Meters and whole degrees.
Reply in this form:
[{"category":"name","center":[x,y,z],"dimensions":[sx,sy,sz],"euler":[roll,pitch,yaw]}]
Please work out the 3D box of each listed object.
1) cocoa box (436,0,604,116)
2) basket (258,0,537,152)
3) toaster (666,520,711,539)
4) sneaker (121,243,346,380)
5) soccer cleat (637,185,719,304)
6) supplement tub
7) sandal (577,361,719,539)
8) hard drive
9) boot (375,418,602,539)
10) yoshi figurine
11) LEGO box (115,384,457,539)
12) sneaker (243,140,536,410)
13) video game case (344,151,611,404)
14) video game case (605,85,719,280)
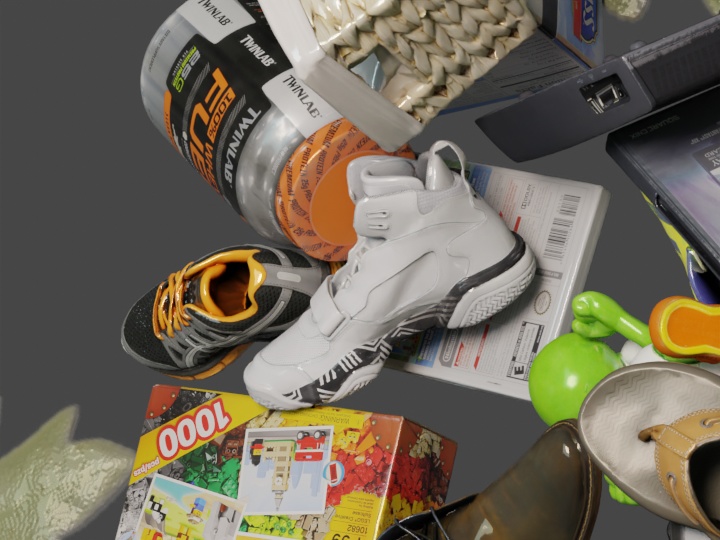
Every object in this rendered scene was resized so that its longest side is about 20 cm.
[{"category":"cocoa box","center":[0.072,-0.221,1.660],"dimensions":[0.133,0.131,0.201],"euler":[-11,68,29]},{"category":"basket","center":[0.004,-0.197,1.534],"dimensions":[0.123,0.135,0.201],"euler":[-32,59,14]},{"category":"toaster","center":[0.243,0.200,1.372],"dimensions":[0.118,0.181,0.201],"euler":[-11,67,28]},{"category":"sneaker","center":[-0.097,0.020,1.709],"dimensions":[0.199,0.077,0.079],"euler":[-18,65,42]},{"category":"soccer cleat","center":[0.212,-0.022,1.528],"dimensions":[0.065,0.084,0.201],"euler":[-40,56,19]},{"category":"supplement tub","center":[-0.052,-0.095,1.683],"dimensions":[0.123,0.122,0.200],"euler":[-53,43,6]},{"category":"sandal","center":[0.187,0.111,1.299],"dimensions":[0.082,0.055,0.200],"euler":[-48,56,4]},{"category":"hard drive","center":[0.163,-0.112,1.529],"dimensions":[0.043,0.134,0.200],"euler":[67,157,-2]},{"category":"boot","center":[0.065,0.164,1.498],"dimensions":[0.075,0.096,0.201],"euler":[60,139,33]},{"category":"yoshi figurine","center":[0.154,0.068,1.472],"dimensions":[0.112,0.200,0.113],"euler":[40,79,-5]},{"category":"LEGO box","center":[-0.052,0.162,1.640],"dimensions":[0.199,0.077,0.150],"euler":[5,76,34]},{"category":"sneaker","center":[0.000,0.000,1.596],"dimensions":[0.199,0.115,0.075],"euler":[-27,25,7]},{"category":"video game case","center":[0.056,-0.001,1.664],"dimensions":[0.199,0.018,0.144],"euler":[12,81,35]},{"category":"video game case","center":[0.256,-0.037,1.496],"dimensions":[0.142,0.019,0.200],"euler":[-23,53,-21]}]
